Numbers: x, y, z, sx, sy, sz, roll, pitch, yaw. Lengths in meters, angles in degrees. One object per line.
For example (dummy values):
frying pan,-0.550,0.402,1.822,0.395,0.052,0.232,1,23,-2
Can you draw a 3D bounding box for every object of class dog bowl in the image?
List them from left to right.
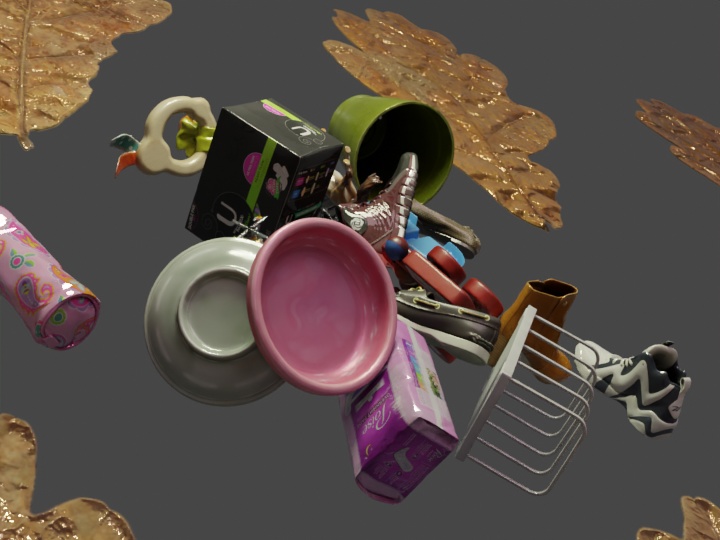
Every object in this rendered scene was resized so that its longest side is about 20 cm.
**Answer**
dog bowl,0.077,-0.040,1.652,0.200,0.050,0.111,40,32,28

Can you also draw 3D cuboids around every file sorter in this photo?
file sorter,0.223,0.167,1.303,0.124,0.140,0.200,28,28,6

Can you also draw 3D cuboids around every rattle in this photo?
rattle,-0.335,-0.206,1.617,0.199,0.131,0.142,-32,43,-27

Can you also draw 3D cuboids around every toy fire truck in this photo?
toy fire truck,0.099,0.021,1.409,0.200,0.112,0.168,44,-7,36

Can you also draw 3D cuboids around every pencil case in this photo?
pencil case,-0.390,0.009,1.181,0.199,0.088,0.087,37,31,27

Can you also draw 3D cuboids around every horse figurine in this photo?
horse figurine,-0.045,-0.160,1.689,0.050,0.134,0.200,-30,49,-28

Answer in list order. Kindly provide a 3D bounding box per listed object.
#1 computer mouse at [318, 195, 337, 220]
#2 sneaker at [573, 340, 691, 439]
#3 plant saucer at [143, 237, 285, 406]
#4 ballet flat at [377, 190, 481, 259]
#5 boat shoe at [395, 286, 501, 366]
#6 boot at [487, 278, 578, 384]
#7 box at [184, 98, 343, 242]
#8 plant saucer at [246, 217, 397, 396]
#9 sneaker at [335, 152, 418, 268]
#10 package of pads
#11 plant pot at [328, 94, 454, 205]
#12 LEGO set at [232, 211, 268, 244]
computer mouse,-0.099,-0.095,1.629,0.140,0.046,0.200,-15,52,-46
sneaker,0.409,0.138,1.501,0.079,0.131,0.200,5,32,-32
plant saucer,-0.155,0.053,1.170,0.198,0.202,0.050,26,-15,7
ballet flat,0.120,-0.087,1.742,0.199,0.067,0.047,30,69,6
boat shoe,0.083,0.057,1.289,0.199,0.061,0.072,22,-15,26
boot,0.274,0.085,1.457,0.200,0.145,0.071,11,29,-43
box,-0.139,-0.122,1.467,0.148,0.202,0.124,32,29,19
plant saucer,-0.049,0.043,1.158,0.199,0.051,0.203,10,73,-35
sneaker,0.022,-0.108,1.578,0.114,0.076,0.202,13,62,-1
package of pads,0.036,0.160,1.187,0.075,0.121,0.201,32,22,-25
plant pot,0.037,-0.230,1.830,0.198,0.203,0.193,6,20,-30
LEGO set,-0.110,0.012,1.257,0.199,0.117,0.154,23,56,31
